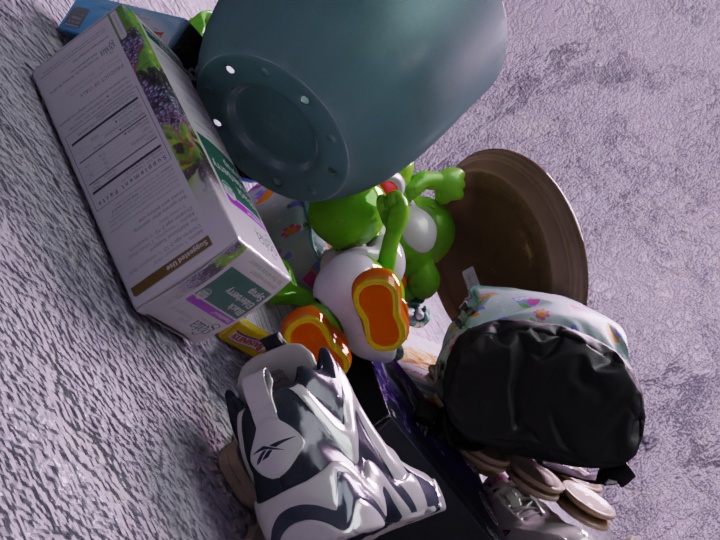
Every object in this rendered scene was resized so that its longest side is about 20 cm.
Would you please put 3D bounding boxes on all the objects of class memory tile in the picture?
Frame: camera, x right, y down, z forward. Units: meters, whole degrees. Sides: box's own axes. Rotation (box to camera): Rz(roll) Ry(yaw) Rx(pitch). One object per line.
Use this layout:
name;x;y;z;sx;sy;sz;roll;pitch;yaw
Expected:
memory tile;0.131;0.146;1.068;0.153;0.017;0.200;27;11;-11

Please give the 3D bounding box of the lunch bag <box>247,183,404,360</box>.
lunch bag;-0.037;0.009;1.098;0.161;0.077;0.200;54;9;-31

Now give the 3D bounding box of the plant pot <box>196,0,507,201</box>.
plant pot;-0.020;-0.146;0.888;0.201;0.200;0.161;54;53;-23

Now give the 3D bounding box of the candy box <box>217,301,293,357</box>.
candy box;-0.100;-0.014;0.958;0.102;0.026;0.201;33;25;-50

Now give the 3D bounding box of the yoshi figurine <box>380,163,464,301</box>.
yoshi figurine;0.030;-0.076;1.096;0.112;0.111;0.201;20;-50;60

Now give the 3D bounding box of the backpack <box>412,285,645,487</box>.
backpack;0.132;0.079;0.976;0.166;0.127;0.200;20;4;-2

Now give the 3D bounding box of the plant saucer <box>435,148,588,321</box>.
plant saucer;0.123;-0.008;1.126;0.200;0.029;0.202;26;-57;49

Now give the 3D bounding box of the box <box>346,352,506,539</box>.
box;0.029;0.149;0.973;0.200;0.079;0.141;52;12;-32

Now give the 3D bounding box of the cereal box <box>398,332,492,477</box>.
cereal box;0.058;0.111;1.183;0.143;0.040;0.200;23;16;-9

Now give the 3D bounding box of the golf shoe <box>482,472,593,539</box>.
golf shoe;0.122;0.212;1.038;0.200;0.072;0.093;-18;-94;64

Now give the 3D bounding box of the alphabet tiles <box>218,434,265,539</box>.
alphabet tiles;-0.020;0.183;0.768;0.201;0.015;0.196;58;8;-3

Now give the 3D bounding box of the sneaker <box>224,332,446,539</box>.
sneaker;-0.018;0.099;0.750;0.199;0.079;0.130;9;57;-65

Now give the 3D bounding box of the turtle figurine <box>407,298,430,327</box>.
turtle figurine;0.013;0.001;1.278;0.150;0.100;0.200;60;-16;1

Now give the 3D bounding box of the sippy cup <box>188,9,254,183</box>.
sippy cup;-0.100;-0.153;1.190;0.177;0.140;0.131;16;33;-11

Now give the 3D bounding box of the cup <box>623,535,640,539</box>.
cup;0.170;0.312;0.908;0.201;0.143;0.201;60;14;-25

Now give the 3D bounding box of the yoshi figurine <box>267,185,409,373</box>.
yoshi figurine;-0.011;-0.011;0.918;0.112;0.113;0.200;18;22;-4

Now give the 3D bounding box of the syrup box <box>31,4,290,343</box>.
syrup box;-0.128;-0.061;0.802;0.201;0.081;0.079;60;10;27

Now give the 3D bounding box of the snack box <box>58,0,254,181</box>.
snack box;-0.135;-0.137;0.996;0.116;0.037;0.200;20;-16;34
